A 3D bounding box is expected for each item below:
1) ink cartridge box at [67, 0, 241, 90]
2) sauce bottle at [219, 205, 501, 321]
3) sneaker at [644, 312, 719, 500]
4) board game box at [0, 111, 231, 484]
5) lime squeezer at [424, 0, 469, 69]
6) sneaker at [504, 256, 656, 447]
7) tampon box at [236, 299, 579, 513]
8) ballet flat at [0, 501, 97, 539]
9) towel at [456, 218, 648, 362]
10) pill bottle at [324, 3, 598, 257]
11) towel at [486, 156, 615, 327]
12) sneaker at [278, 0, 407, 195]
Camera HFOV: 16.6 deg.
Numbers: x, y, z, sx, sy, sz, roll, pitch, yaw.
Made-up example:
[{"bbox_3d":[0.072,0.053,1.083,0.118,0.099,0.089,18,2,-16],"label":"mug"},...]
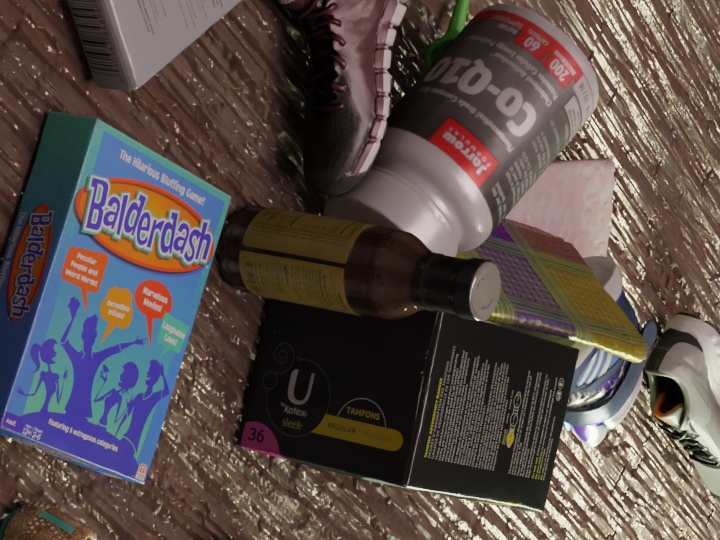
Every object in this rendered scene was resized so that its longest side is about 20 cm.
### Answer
[{"bbox_3d":[-0.125,-0.247,1.553,0.200,0.043,0.197,-47,132,-41],"label":"ink cartridge box"},{"bbox_3d":[0.000,0.000,1.652,0.065,0.200,0.065,-23,119,-51],"label":"sauce bottle"},{"bbox_3d":[0.302,0.135,2.238,0.079,0.074,0.200,-43,125,-29],"label":"sneaker"},{"bbox_3d":[-0.166,0.020,1.556,0.152,0.045,0.200,29,73,-54],"label":"board game box"},{"bbox_3d":[0.074,-0.142,1.864,0.071,0.038,0.200,-6,101,-51],"label":"lime squeezer"},{"bbox_3d":[0.169,0.097,1.968,0.200,0.080,0.147,-49,132,-44],"label":"sneaker"},{"bbox_3d":[0.037,0.093,1.771,0.200,0.150,0.127,17,84,-55],"label":"tampon box"},{"bbox_3d":[-0.181,0.241,1.570,0.071,0.065,0.200,-42,130,-42],"label":"ballet flat"},{"bbox_3d":[0.122,0.007,1.858,0.200,0.144,0.023,15,121,-40],"label":"towel"},{"bbox_3d":[0.072,-0.087,1.766,0.200,0.114,0.114,-49,136,-23],"label":"pill bottle"},{"bbox_3d":[0.143,0.007,2.005,0.191,0.032,0.200,-9,106,-55],"label":"towel"},{"bbox_3d":[-0.033,-0.159,1.695,0.115,0.076,0.200,19,79,-42],"label":"sneaker"}]
